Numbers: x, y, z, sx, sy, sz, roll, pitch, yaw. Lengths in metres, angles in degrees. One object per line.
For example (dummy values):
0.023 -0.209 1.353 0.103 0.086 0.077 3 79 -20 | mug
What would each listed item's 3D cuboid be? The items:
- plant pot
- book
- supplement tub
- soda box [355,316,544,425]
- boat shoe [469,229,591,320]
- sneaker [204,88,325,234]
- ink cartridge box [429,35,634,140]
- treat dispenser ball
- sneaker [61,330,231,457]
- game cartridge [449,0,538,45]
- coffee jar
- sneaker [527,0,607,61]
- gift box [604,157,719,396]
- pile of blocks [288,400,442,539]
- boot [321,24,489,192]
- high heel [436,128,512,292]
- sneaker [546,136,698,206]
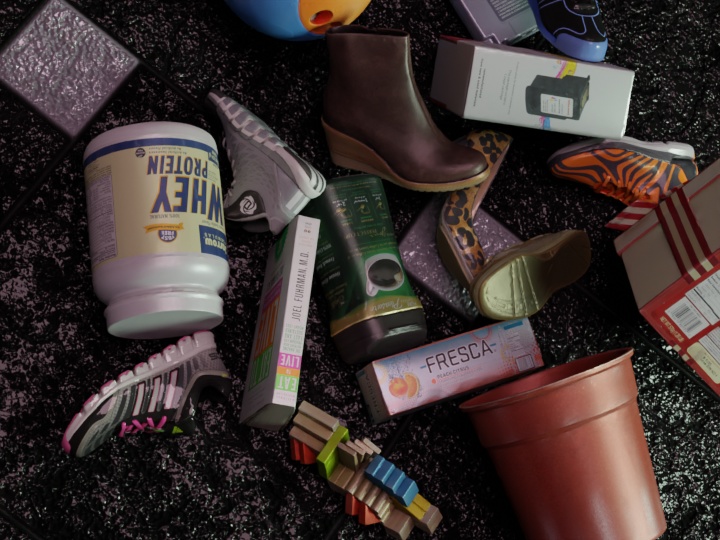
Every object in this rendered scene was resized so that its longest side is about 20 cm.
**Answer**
0.230 0.208 1.611 0.199 0.201 0.197 -18 88 -20 | plant pot
-0.080 0.058 1.582 0.048 0.134 0.202 11 71 -12 | book
-0.213 -0.040 1.565 0.143 0.145 0.202 -3 75 -17 | supplement tub
0.100 0.109 1.656 0.198 0.068 0.064 -15 80 -21 | soda box
0.183 0.002 1.685 0.200 0.063 0.074 -30 116 -41 | boat shoe
-0.135 -0.110 1.632 0.116 0.075 0.200 -51 54 5 | sneaker
0.197 -0.213 1.729 0.198 0.146 0.084 6 102 -15 | ink cartridge box
-0.070 -0.359 1.668 0.199 0.201 0.203 5 73 -15 | treat dispenser ball
-0.214 0.144 1.549 0.199 0.074 0.088 -33 79 -27 | sneaker
0.197 -0.360 1.840 0.199 0.041 0.134 -29 88 -22 | game cartridge
0.000 0.000 1.645 0.104 0.085 0.202 -9 76 -37 | coffee jar
0.240 -0.324 1.733 0.069 0.078 0.201 -1 41 -22 | sneaker
0.390 0.004 1.685 0.199 0.187 0.185 -34 114 19 | gift box
-0.001 0.225 1.585 0.199 0.082 0.062 38 67 -4 | pile of blocks
0.050 -0.180 1.650 0.198 0.168 0.072 11 33 15 | boot
0.149 -0.068 1.718 0.141 0.072 0.201 -22 73 -15 | high heel
0.321 -0.096 1.777 0.198 0.078 0.113 0 73 -17 | sneaker
